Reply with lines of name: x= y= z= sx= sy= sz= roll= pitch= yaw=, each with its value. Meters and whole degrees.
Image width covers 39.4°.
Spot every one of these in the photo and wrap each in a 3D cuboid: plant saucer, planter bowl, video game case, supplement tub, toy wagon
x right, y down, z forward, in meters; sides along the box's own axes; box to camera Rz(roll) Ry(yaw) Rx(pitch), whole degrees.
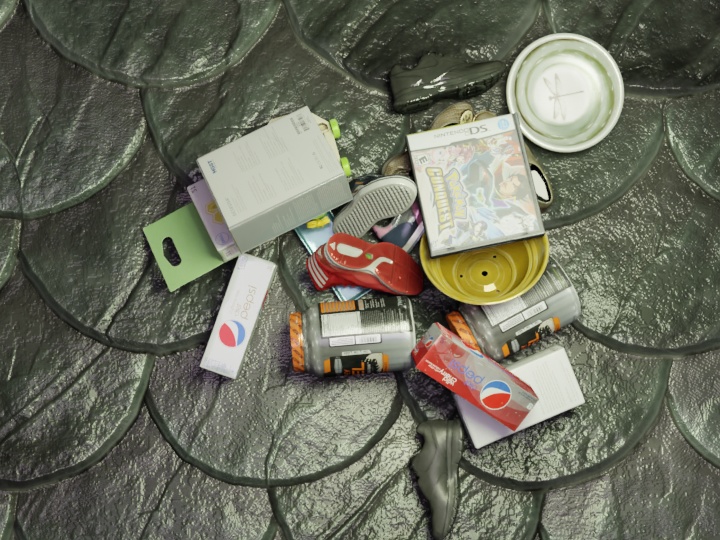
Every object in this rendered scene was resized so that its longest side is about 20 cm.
plant saucer: x=-0.052 y=-0.040 z=1.692 sx=0.070 sy=0.019 sz=0.200 roll=-33 pitch=90 yaw=-3
planter bowl: x=0.196 y=-0.014 z=1.587 sx=0.199 sy=0.084 sz=0.201 roll=-4 pitch=58 yaw=6
video game case: x=0.176 y=-0.133 z=1.560 sx=0.180 sy=0.026 sz=0.201 roll=-11 pitch=78 yaw=0
supplement tub: x=-0.014 y=0.109 z=1.637 sx=0.199 sy=0.123 sz=0.123 roll=-5 pitch=88 yaw=-2
plant saucer: x=0.342 y=-0.297 z=1.699 sx=0.199 sy=0.050 sz=0.201 roll=0 pitch=89 yaw=-2
supplement tub: x=0.249 y=0.069 z=1.648 sx=0.199 sy=0.123 sz=0.123 roll=-28 pitch=90 yaw=-2
toy wagon: x=-0.096 y=-0.163 z=1.670 sx=0.154 sy=0.040 sz=0.201 roll=-16 pitch=81 yaw=-2

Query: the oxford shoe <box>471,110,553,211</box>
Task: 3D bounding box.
oxford shoe: x=0.261 y=-0.189 z=1.680 sx=0.070 sy=0.075 sz=0.200 roll=-40 pitch=90 yaw=-3

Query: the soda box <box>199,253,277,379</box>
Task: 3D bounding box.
soda box: x=-0.200 y=0.074 z=1.657 sx=0.063 sy=0.068 sz=0.201 roll=20 pitch=88 yaw=-1

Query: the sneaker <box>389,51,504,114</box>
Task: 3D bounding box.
sneaker: x=0.142 y=-0.329 z=1.677 sx=0.199 sy=0.076 sz=0.091 roll=-14 pitch=79 yaw=-7

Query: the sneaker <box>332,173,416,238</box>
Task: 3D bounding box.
sneaker: x=0.022 y=-0.123 z=1.615 sx=0.078 sy=0.200 sz=0.080 roll=29 pitch=57 yaw=-24

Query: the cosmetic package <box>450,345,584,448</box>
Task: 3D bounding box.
cosmetic package: x=0.260 y=0.209 z=1.671 sx=0.199 sy=0.074 sz=0.102 roll=-21 pitch=90 yaw=-1

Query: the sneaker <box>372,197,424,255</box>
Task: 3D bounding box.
sneaker: x=0.095 y=-0.126 z=1.674 sx=0.082 sy=0.070 sz=0.201 roll=31 pitch=86 yaw=-3

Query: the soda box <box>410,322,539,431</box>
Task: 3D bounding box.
soda box: x=0.179 y=0.166 z=1.576 sx=0.200 sy=0.063 sz=0.070 roll=34 pitch=101 yaw=-14

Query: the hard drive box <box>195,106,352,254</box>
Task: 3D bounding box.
hard drive box: x=-0.136 y=-0.144 z=1.584 sx=0.199 sy=0.077 sz=0.156 roll=-25 pitch=60 yaw=-4

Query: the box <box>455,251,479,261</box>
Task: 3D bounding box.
box: x=0.190 y=-0.127 z=1.646 sx=0.119 sy=0.041 sz=0.201 roll=-16 pitch=109 yaw=-19

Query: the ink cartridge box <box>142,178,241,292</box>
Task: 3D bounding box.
ink cartridge box: x=-0.251 y=-0.074 z=1.639 sx=0.199 sy=0.048 sz=0.146 roll=-27 pitch=60 yaw=-5

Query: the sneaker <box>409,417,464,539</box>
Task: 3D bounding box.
sneaker: x=0.124 y=0.344 z=1.668 sx=0.090 sy=0.076 sz=0.201 roll=3 pitch=81 yaw=7

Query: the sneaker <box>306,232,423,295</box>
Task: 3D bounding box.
sneaker: x=0.000 y=0.000 z=1.657 sx=0.199 sy=0.115 sz=0.079 roll=25 pitch=60 yaw=-29

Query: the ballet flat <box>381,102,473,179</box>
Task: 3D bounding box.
ballet flat: x=0.120 y=-0.205 z=1.664 sx=0.200 sy=0.068 sz=0.046 roll=-40 pitch=49 yaw=-16
